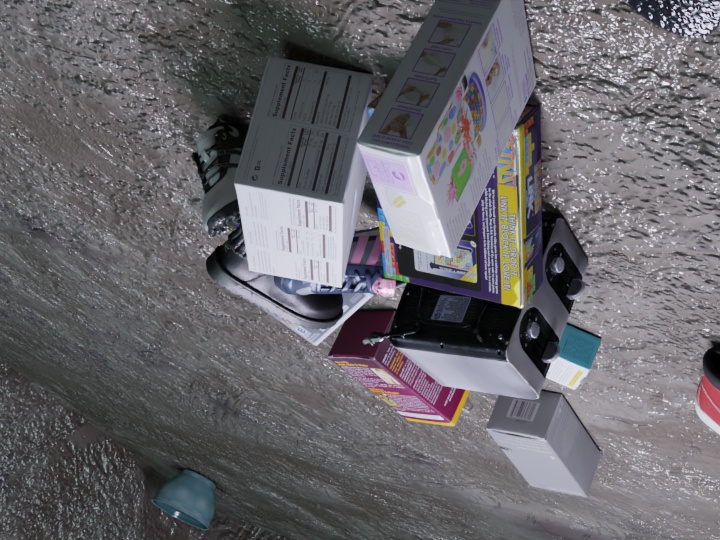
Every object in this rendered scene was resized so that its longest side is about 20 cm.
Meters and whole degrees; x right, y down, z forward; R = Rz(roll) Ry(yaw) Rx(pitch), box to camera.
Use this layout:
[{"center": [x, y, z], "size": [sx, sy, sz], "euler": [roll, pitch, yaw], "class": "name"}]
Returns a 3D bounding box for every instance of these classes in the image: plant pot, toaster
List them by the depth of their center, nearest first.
[{"center": [0.139, 0.038, 1.222], "size": [0.200, 0.181, 0.119], "euler": [3, 149, 42], "class": "toaster"}, {"center": [-0.537, 0.710, 3.420], "size": [0.200, 0.134, 0.200], "euler": [23, 156, 11], "class": "plant pot"}]

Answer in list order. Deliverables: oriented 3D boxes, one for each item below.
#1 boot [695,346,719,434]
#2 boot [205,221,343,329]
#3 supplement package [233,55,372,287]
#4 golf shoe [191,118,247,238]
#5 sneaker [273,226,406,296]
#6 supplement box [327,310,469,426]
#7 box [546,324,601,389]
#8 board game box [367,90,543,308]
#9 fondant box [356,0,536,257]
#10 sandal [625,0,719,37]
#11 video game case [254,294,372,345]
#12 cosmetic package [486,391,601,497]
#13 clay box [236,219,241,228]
[{"center": [0.473, 0.173, 1.243], "size": [0.200, 0.072, 0.144], "euler": [39, 162, 30], "class": "boot"}, {"center": [-0.069, -0.018, 1.347], "size": [0.211, 0.080, 0.158], "euler": [24, 122, -36], "class": "boot"}, {"center": [-0.057, -0.100, 1.152], "size": [0.111, 0.156, 0.200], "euler": [11, 155, 3], "class": "supplement package"}, {"center": [-0.163, -0.109, 1.249], "size": [0.078, 0.200, 0.095], "euler": [-37, 110, 19], "class": "golf shoe"}, {"center": [0.000, 0.000, 1.283], "size": [0.070, 0.200, 0.082], "euler": [95, 151, -43], "class": "sneaker"}, {"center": [0.064, 0.149, 1.658], "size": [0.110, 0.086, 0.200], "euler": [-2, 144, 50], "class": "supplement box"}, {"center": [0.204, 0.083, 1.415], "size": [0.200, 0.049, 0.082], "euler": [24, 157, 7], "class": "box"}, {"center": [0.097, -0.074, 1.089], "size": [0.165, 0.057, 0.200], "euler": [13, 126, 28], "class": "board game box"}, {"center": [0.078, -0.134, 0.900], "size": [0.058, 0.200, 0.144], "euler": [15, 154, 24], "class": "fondant box"}, {"center": [0.187, -0.247, 0.759], "size": [0.200, 0.045, 0.075], "euler": [44, 149, -5], "class": "sandal"}, {"center": [-0.089, 0.010, 1.469], "size": [0.182, 0.023, 0.200], "euler": [36, 143, -8], "class": "video game case"}, {"center": [0.284, 0.263, 1.667], "size": [0.107, 0.090, 0.200], "euler": [4, 145, 37], "class": "cosmetic package"}, {"center": [-0.073, -0.016, 1.500], "size": [0.200, 0.048, 0.115], "euler": [25, 155, 7], "class": "clay box"}]
